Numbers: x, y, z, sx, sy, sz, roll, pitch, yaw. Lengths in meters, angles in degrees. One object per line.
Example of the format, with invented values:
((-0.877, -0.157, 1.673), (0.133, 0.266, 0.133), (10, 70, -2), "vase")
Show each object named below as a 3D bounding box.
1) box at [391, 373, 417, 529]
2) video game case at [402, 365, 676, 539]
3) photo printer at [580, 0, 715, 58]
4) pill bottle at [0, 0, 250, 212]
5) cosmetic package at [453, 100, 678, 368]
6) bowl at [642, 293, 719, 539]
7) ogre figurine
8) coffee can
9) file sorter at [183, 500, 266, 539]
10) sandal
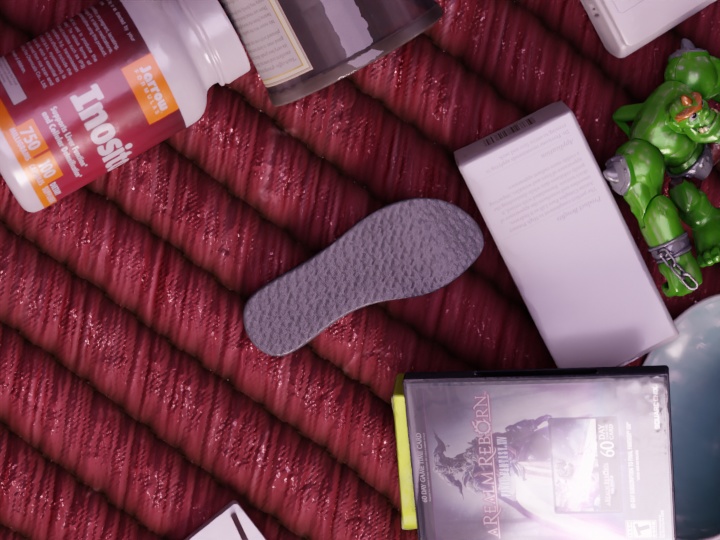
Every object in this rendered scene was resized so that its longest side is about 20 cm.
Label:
((0.128, 0.139, 1.672), (0.198, 0.048, 0.123), (-1, 113, 9), "box")
((0.137, 0.142, 1.637), (0.198, 0.019, 0.144), (-2, 112, 9), "video game case")
((0.244, -0.287, 1.682), (0.199, 0.069, 0.167), (-32, 100, -6), "photo printer")
((-0.188, -0.137, 1.602), (0.199, 0.113, 0.113), (-30, 99, -5), "pill bottle")
((0.160, -0.021, 1.687), (0.101, 0.074, 0.201), (-25, 100, 4), "cosmetic package")
((0.307, 0.126, 1.687), (0.104, 0.200, 0.202), (18, 92, -31), "bowl")
((0.259, -0.089, 1.681), (0.120, 0.098, 0.200), (41, 85, -18), "ogre figurine")
((-0.048, -0.243, 1.598), (0.146, 0.146, 0.201), (-30, 100, -6), "coffee can")
((-0.126, 0.302, 1.650), (0.200, 0.125, 0.139), (-38, 101, -5), "file sorter")
((-0.001, 0.000, 1.689), (0.199, 0.043, 0.077), (-23, 92, 3), "sandal")
